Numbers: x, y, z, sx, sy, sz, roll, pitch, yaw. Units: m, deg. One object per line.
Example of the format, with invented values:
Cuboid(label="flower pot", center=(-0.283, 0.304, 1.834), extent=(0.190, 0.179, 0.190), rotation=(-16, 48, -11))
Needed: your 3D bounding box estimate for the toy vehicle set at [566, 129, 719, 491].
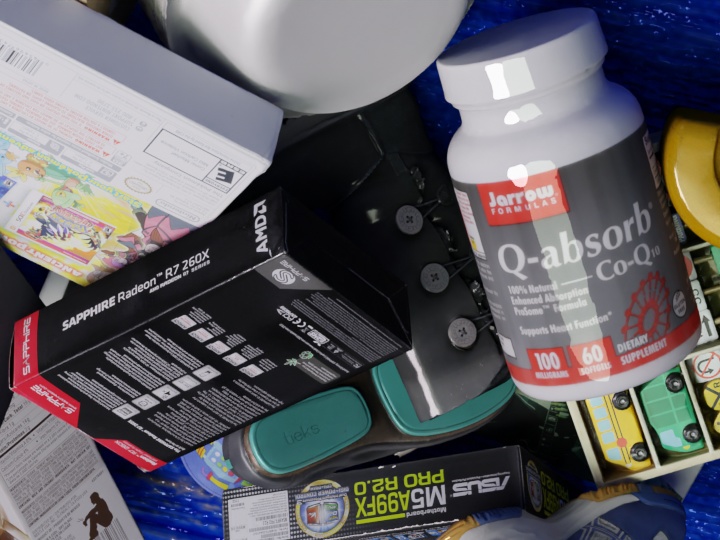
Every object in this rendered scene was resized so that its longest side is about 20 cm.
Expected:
Cuboid(label="toy vehicle set", center=(0.171, 0.023, 1.552), extent=(0.123, 0.027, 0.201), rotation=(-18, 104, 10))

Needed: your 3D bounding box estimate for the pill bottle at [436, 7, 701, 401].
Cuboid(label="pill bottle", center=(0.114, -0.038, 1.462), extent=(0.115, 0.116, 0.201), rotation=(-13, 106, 19))

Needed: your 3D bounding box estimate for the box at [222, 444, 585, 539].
Cuboid(label="box", center=(0.033, 0.161, 1.641), extent=(0.198, 0.045, 0.160), rotation=(-10, 160, 18))

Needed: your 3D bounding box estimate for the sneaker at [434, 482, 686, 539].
Cuboid(label="sneaker", center=(0.127, 0.185, 1.541), extent=(0.088, 0.199, 0.075), rotation=(61, 138, 24))

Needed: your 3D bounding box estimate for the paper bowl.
Cuboid(label="paper bowl", center=(-0.019, -0.168, 1.418), extent=(0.199, 0.105, 0.201), rotation=(-18, 140, -16))

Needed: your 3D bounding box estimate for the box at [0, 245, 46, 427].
Cuboid(label="box", center=(-0.307, 0.004, 1.452), extent=(0.181, 0.105, 0.200), rotation=(2, 147, 25))

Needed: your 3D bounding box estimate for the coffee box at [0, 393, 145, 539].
Cuboid(label="coffee box", center=(-0.238, 0.113, 1.682), extent=(0.113, 0.080, 0.201), rotation=(4, 127, 48))

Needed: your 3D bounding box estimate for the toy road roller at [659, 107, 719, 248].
Cuboid(label="toy road roller", center=(0.234, -0.019, 1.468), extent=(0.145, 0.123, 0.202), rotation=(12, 99, 3))

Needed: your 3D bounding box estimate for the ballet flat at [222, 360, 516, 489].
Cuboid(label="ballet flat", center=(0.001, 0.087, 1.572), extent=(0.199, 0.073, 0.074), rotation=(-17, 127, -29))

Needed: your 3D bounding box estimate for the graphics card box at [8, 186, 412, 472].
Cuboid(label="graphics card box", center=(-0.085, 0.037, 1.463), extent=(0.199, 0.051, 0.125), rotation=(-26, 138, 28))

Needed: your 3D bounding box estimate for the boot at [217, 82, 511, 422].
Cuboid(label="boot", center=(0.001, 0.000, 1.526), extent=(0.164, 0.066, 0.201), rotation=(-28, 97, -13))

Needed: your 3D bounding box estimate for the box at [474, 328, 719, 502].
Cuboid(label="box", center=(0.136, 0.057, 1.615), extent=(0.199, 0.036, 0.145), rotation=(24, 122, -1))

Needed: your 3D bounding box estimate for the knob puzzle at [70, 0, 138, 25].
Cuboid(label="knob puzzle", center=(-0.133, -0.209, 1.418), extent=(0.030, 0.220, 0.221), rotation=(17, 123, 3))

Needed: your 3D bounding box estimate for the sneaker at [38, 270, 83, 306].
Cuboid(label="sneaker", center=(-0.126, -0.021, 1.613), extent=(0.111, 0.073, 0.201), rotation=(22, 131, -5))

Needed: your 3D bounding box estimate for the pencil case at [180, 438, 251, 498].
Cuboid(label="pencil case", center=(-0.043, 0.057, 1.631), extent=(0.078, 0.087, 0.200), rotation=(15, 128, -27))

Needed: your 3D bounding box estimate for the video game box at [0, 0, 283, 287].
Cuboid(label="video game box", center=(-0.169, -0.074, 1.418), extent=(0.199, 0.047, 0.182), rotation=(27, 140, -18))
